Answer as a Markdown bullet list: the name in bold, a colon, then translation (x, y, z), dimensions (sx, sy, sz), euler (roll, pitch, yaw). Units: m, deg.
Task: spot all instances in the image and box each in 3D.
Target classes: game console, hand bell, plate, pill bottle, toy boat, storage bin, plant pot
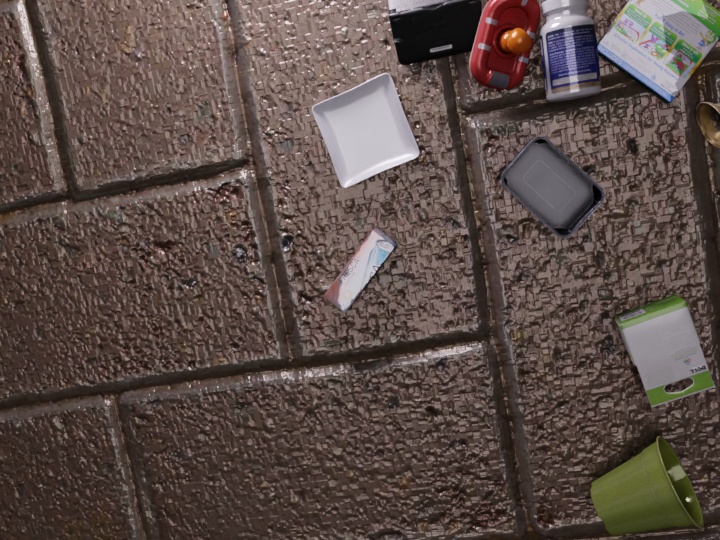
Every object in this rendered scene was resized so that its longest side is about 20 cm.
- **game console**: translation (0.165, -0.572, 1.609), dimensions (0.197, 0.117, 0.177), euler (-9, 127, 12)
- **hand bell**: translation (0.810, -0.346, 1.509), dimensions (0.198, 0.104, 0.105), euler (-29, 93, 0)
- **plate**: translation (0.013, -0.317, 1.669), dimensions (0.198, 0.032, 0.202), euler (-21, 94, 13)
- **pill bottle**: translation (0.435, -0.462, 1.528), dimensions (0.114, 0.116, 0.203), euler (-7, 98, 11)
- **toy boat**: translation (0.314, -0.480, 1.525), dimensions (0.129, 0.131, 0.203), euler (9, 103, -19)
- **storage bin**: translation (0.413, -0.182, 1.589), dimensions (0.200, 0.094, 0.135), euler (42, 104, 2)
- **plant pot**: translation (0.623, 0.498, 1.627), dimensions (0.189, 0.200, 0.202), euler (-30, 93, 26)

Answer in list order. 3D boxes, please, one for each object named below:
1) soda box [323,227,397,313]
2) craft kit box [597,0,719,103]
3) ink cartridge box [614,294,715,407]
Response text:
- **soda box**: translation (0.000, 0.000, 1.706), dimensions (0.068, 0.064, 0.201), euler (37, 104, 3)
- **craft kit box**: translation (0.626, -0.490, 1.528), dimensions (0.199, 0.049, 0.199), euler (37, 106, 3)
- **ink cartridge box**: translation (0.666, 0.177, 1.610), dimensions (0.146, 0.076, 0.202), euler (-21, 96, 12)
